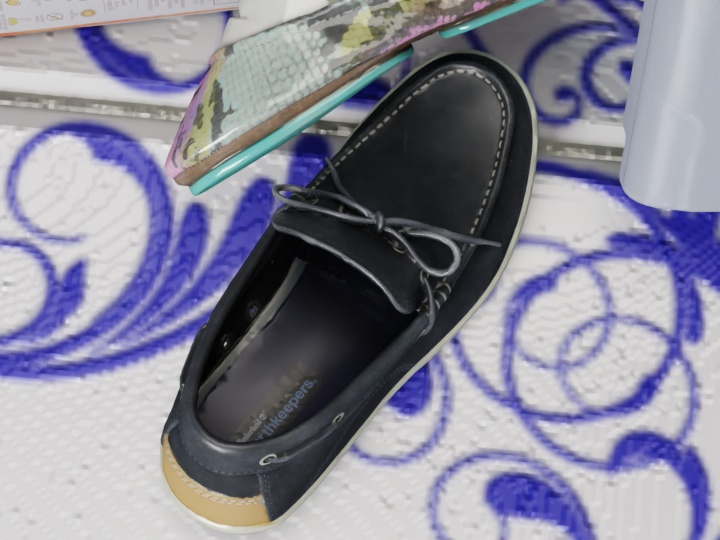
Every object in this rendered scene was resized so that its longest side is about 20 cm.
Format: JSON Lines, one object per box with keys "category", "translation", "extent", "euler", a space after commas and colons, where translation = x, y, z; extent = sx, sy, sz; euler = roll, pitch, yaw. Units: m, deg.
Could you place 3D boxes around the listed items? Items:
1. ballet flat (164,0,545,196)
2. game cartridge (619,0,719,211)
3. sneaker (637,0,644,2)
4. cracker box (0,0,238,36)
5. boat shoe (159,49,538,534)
{"category": "ballet flat", "translation": [0.012, -0.100, 0.912], "extent": [0.200, 0.069, 0.071], "euler": [-27, 97, 0]}
{"category": "game cartridge", "translation": [0.193, -0.083, 0.892], "extent": [0.200, 0.133, 0.042], "euler": [-1, 35, -12]}
{"category": "sneaker", "translation": [0.155, -0.136, 0.948], "extent": [0.200, 0.090, 0.079], "euler": [17, 68, 7]}
{"category": "cracker box", "translation": [-0.049, -0.167, 0.976], "extent": [0.200, 0.058, 0.134], "euler": [-7, 67, -5]}
{"category": "boat shoe", "translation": [0.000, 0.000, 0.904], "extent": [0.075, 0.062, 0.200], "euler": [31, 68, 14]}
